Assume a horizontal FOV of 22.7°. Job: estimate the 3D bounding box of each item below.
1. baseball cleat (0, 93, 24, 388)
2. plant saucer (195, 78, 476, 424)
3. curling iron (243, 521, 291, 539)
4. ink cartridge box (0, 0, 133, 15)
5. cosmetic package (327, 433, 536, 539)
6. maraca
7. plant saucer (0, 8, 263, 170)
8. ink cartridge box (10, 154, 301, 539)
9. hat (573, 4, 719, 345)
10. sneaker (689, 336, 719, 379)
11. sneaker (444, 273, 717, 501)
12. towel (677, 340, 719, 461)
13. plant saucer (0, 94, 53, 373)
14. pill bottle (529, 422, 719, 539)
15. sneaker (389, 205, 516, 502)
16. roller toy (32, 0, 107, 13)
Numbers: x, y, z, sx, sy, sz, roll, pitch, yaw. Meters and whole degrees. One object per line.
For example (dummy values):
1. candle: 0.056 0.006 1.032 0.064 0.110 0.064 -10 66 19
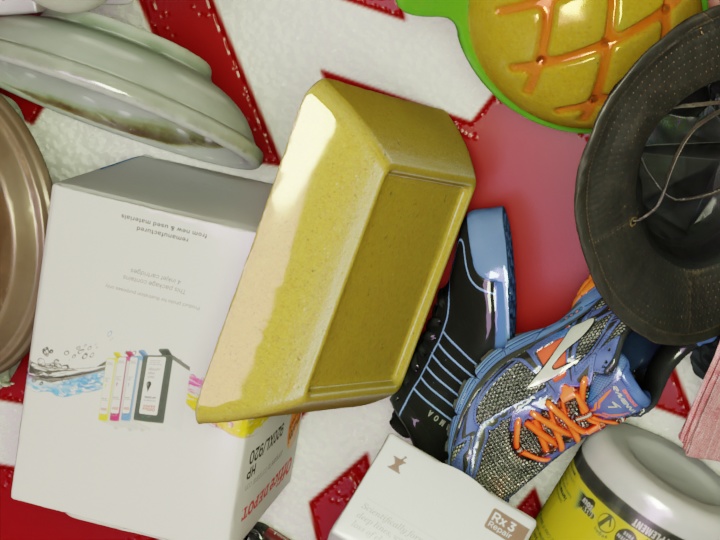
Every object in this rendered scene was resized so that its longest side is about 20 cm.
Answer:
1. baseball cleat: -0.263 -0.023 1.188 0.106 0.070 0.201 11 102 28
2. plant saucer: 0.000 0.000 1.035 0.048 0.200 0.201 23 99 23
3. curling iron: -0.006 0.228 1.181 0.200 0.026 0.050 30 69 3
4. ink cartridge box: -0.249 -0.219 1.136 0.199 0.068 0.116 -1 100 14
5. cosmetic package: 0.030 0.178 1.079 0.101 0.200 0.074 30 68 7
6. maraca: 0.111 -0.158 1.024 0.200 0.107 0.137 32 103 -22
7. plant saucer: -0.147 -0.116 1.072 0.199 0.200 0.050 18 86 10
8. ink cartridge box: -0.112 0.047 1.112 0.144 0.147 0.201 13 104 11
9. hat: 0.181 -0.062 1.001 0.200 0.081 0.201 -13 118 -25
10. sneaker: 0.290 0.017 1.059 0.200 0.066 0.078 -43 117 11
11. sneaker: 0.130 0.065 1.051 0.200 0.078 0.075 -45 124 -5
12. towel: 0.294 0.058 1.031 0.199 0.023 0.145 12 111 -18
13. plant saucer: -0.267 -0.027 1.131 0.199 0.029 0.201 8 104 37
14. pill bottle: 0.142 0.203 1.097 0.112 0.112 0.200 31 107 6
15. sneaker: 0.057 0.059 1.113 0.078 0.070 0.201 2 102 8
16. roller toy: -0.165 -0.245 0.993 0.139 0.182 0.201 -29 68 16
